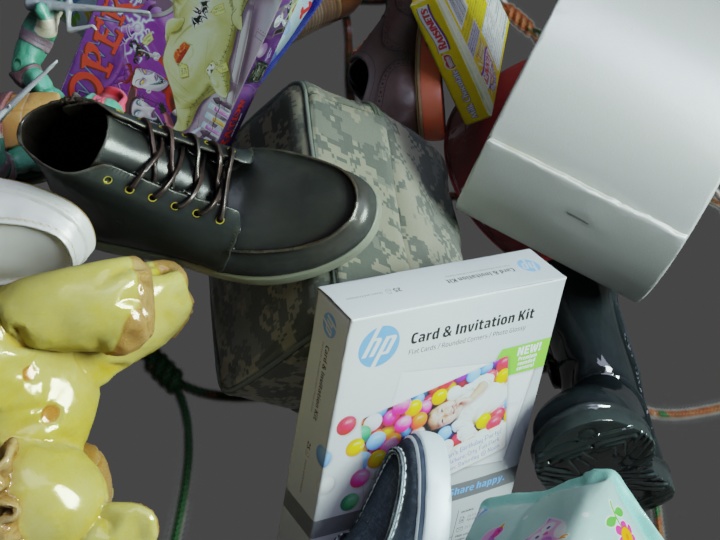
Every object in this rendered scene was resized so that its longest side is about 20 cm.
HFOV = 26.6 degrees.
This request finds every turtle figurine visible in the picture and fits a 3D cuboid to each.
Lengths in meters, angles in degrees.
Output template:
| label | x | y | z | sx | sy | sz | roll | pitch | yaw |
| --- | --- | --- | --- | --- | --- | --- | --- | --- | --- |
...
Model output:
| label | x | y | z | sx | sy | sz | roll | pitch | yaw |
| --- | --- | --- | --- | --- | --- | --- | --- | --- | --- |
| turtle figurine | -0.220 | -0.093 | 0.930 | 0.199 | 0.101 | 0.150 | -11 | 38 | 10 |

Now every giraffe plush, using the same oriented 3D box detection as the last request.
| label | x | y | z | sx | sy | sz | roll | pitch | yaw |
| --- | --- | --- | --- | --- | --- | --- | --- | --- | --- |
| giraffe plush | -0.178 | 0.088 | 0.840 | 0.200 | 0.172 | 0.163 | -7 | 84 | -62 |

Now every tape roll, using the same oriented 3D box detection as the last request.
| label | x | y | z | sx | sy | sz | roll | pitch | yaw |
| --- | --- | --- | --- | --- | --- | --- | --- | --- | --- |
| tape roll | 0.168 | -0.098 | 0.999 | 0.139 | 0.203 | 0.203 | 27 | 49 | 3 |

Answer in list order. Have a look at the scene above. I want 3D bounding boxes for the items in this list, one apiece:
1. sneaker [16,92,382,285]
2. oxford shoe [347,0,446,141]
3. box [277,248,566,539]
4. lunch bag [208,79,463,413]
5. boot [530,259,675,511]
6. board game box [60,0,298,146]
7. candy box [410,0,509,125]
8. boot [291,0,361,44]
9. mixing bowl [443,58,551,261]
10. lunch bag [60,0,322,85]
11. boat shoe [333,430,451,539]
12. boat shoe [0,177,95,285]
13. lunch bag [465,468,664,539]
| label | x | y | z | sx | sy | sz | roll | pitch | yaw |
| --- | --- | --- | --- | --- | --- | --- | --- | --- | --- |
| sneaker | -0.093 | -0.046 | 0.863 | 0.199 | 0.106 | 0.075 | 2 | 68 | 14 |
| oxford shoe | 0.024 | -0.175 | 1.171 | 0.072 | 0.071 | 0.200 | -5 | 42 | 3 |
| box | 0.033 | 0.092 | 0.910 | 0.156 | 0.200 | 0.041 | -10 | 33 | -33 |
| lunch bag | 0.000 | 0.000 | 0.991 | 0.167 | 0.139 | 0.200 | 15 | 52 | -34 |
| boot | 0.144 | 0.064 | 1.016 | 0.200 | 0.076 | 0.169 | 40 | 30 | -59 |
| board game box | -0.109 | -0.164 | 0.974 | 0.120 | 0.200 | 0.032 | 33 | 20 | 18 |
| candy box | 0.079 | -0.197 | 1.169 | 0.200 | 0.026 | 0.102 | -73 | 141 | -60 |
| boot | -0.071 | -0.279 | 1.192 | 0.200 | 0.074 | 0.155 | 51 | 52 | -5 |
| mixing bowl | 0.176 | -0.098 | 1.171 | 0.200 | 0.108 | 0.201 | 13 | 54 | -19 |
| lunch bag | -0.105 | -0.227 | 1.047 | 0.170 | 0.200 | 0.127 | 38 | 20 | 2 |
| boat shoe | -0.013 | 0.182 | 0.853 | 0.091 | 0.071 | 0.201 | 15 | 90 | -15 |
| boat shoe | -0.253 | -0.008 | 0.872 | 0.199 | 0.071 | 0.069 | 0 | 42 | 11 |
| lunch bag | 0.126 | 0.238 | 0.815 | 0.200 | 0.122 | 0.170 | 53 | 43 | -15 |
